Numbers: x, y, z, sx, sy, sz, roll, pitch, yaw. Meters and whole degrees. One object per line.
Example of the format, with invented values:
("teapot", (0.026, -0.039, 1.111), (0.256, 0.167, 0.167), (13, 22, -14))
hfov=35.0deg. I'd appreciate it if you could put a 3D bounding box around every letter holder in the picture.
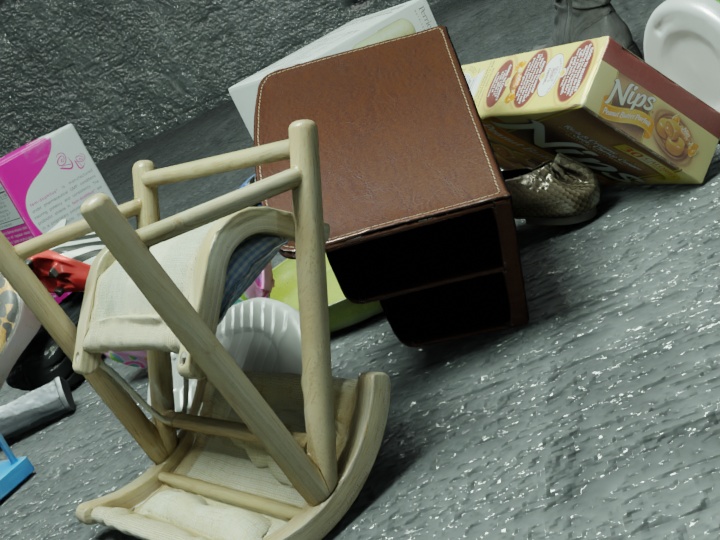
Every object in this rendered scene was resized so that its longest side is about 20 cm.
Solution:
("letter holder", (0.012, -0.051, 0.731), (0.142, 0.101, 0.200), (-14, 40, 2))

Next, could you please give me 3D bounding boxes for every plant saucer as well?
("plant saucer", (0.000, 0.000, 0.895), (0.200, 0.031, 0.200), (-24, 15, 7))

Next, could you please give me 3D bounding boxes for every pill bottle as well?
("pill bottle", (0.316, -0.188, 0.836), (0.200, 0.111, 0.111), (-32, 16, -18))

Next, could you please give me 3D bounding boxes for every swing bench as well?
("swing bench", (-0.094, 0.042, 0.622), (0.130, 0.200, 0.199), (-25, 13, -33))

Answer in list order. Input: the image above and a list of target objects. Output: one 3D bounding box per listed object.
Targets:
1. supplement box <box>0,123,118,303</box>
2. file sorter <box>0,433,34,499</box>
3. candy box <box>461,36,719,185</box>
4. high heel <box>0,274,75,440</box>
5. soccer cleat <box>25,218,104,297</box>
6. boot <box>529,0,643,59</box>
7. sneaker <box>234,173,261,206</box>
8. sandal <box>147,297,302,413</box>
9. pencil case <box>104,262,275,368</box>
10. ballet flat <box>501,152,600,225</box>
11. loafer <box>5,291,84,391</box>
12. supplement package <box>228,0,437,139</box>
("supplement box", (-0.315, -0.039, 1.213), (0.101, 0.200, 0.103), (-37, 19, -34))
("file sorter", (-0.378, 0.151, 0.849), (0.200, 0.123, 0.139), (-16, 18, 36))
("candy box", (0.150, -0.109, 0.833), (0.200, 0.115, 0.055), (8, 74, 64))
("high heel", (-0.343, 0.063, 0.986), (0.142, 0.200, 0.071), (-24, -24, -4))
("soccer cleat", (-0.216, -0.002, 1.051), (0.200, 0.069, 0.085), (12, 45, 18))
("boot", (0.223, -0.276, 1.232), (0.070, 0.132, 0.200), (-32, 16, -17))
("sneaker", (-0.135, -0.041, 1.173), (0.078, 0.075, 0.200), (-17, 16, 41))
("sandal", (-0.078, 0.065, 0.768), (0.050, 0.083, 0.203), (16, -15, -36))
("pencil case", (-0.140, 0.022, 0.890), (0.087, 0.088, 0.200), (-37, 5, -33))
("ballet flat", (0.073, -0.059, 0.830), (0.200, 0.046, 0.067), (0, 25, 18))
("loafer", (-0.270, 0.050, 1.098), (0.070, 0.068, 0.201), (-10, 25, 22))
("supplement package", (-0.009, -0.192, 1.299), (0.200, 0.152, 0.151), (-35, 18, -28))
